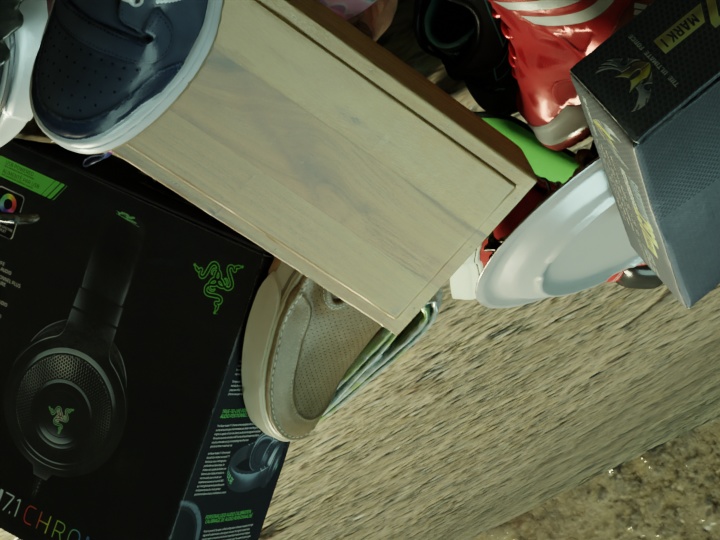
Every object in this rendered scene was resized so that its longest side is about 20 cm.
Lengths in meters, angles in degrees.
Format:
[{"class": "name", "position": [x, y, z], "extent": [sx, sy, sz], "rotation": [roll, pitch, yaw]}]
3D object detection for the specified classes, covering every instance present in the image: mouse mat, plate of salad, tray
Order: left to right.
[{"class": "tray", "position": [-0.028, -0.061, 1.004], "extent": [0.200, 0.037, 0.099], "rotation": [33, 108, -27]}, {"class": "mouse mat", "position": [0.137, -0.049, 1.399], "extent": [0.008, 0.199, 0.161], "rotation": [-64, -162, -5]}, {"class": "plate of salad", "position": [0.138, -0.047, 1.165], "extent": [0.199, 0.048, 0.200], "rotation": [-29, 164, -9]}]

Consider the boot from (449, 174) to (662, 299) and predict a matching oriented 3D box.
[{"class": "boot", "position": [0.115, -0.033, 1.261], "extent": [0.143, 0.073, 0.200], "rotation": [-1, 165, 7]}]

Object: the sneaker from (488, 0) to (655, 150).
[{"class": "sneaker", "position": [0.092, -0.128, 1.112], "extent": [0.078, 0.115, 0.200], "rotation": [-51, -173, -15]}]

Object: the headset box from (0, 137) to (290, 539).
[{"class": "headset box", "position": [-0.119, 0.043, 1.184], "extent": [0.093, 0.174, 0.201], "rotation": [4, 108, -62]}]

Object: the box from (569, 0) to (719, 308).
[{"class": "box", "position": [0.180, -0.079, 1.028], "extent": [0.157, 0.051, 0.200], "rotation": [-38, 154, -3]}]

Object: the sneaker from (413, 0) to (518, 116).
[{"class": "sneaker", "position": [0.060, -0.134, 1.214], "extent": [0.079, 0.075, 0.200], "rotation": [-43, 159, -16]}]

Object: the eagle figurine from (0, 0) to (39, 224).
[{"class": "eagle figurine", "position": [-0.234, -0.043, 0.915], "extent": [0.200, 0.151, 0.152], "rotation": [-34, -169, -30]}]

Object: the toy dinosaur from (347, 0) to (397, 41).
[{"class": "toy dinosaur", "position": [-0.016, -0.122, 1.141], "extent": [0.200, 0.086, 0.135], "rotation": [-50, 167, 19]}]

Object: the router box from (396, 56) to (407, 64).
[{"class": "router box", "position": [-0.044, -0.015, 1.292], "extent": [0.062, 0.150, 0.200], "rotation": [34, 128, -24]}]

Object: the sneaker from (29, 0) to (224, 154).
[{"class": "sneaker", "position": [-0.081, -0.144, 0.878], "extent": [0.201, 0.070, 0.108], "rotation": [-59, 161, 0]}]

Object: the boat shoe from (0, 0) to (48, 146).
[{"class": "boat shoe", "position": [-0.198, -0.075, 1.003], "extent": [0.068, 0.072, 0.200], "rotation": [-15, 166, -37]}]

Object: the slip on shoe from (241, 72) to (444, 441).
[{"class": "slip on shoe", "position": [0.000, 0.000, 1.101], "extent": [0.076, 0.060, 0.201], "rotation": [-14, 128, -59]}]

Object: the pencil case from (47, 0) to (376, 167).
[{"class": "pencil case", "position": [-0.058, -0.128, 1.027], "extent": [0.199, 0.088, 0.087], "rotation": [-30, 164, 6]}]

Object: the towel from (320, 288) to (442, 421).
[{"class": "towel", "position": [-0.016, 0.005, 1.356], "extent": [0.048, 0.200, 0.171], "rotation": [36, 119, -24]}]
